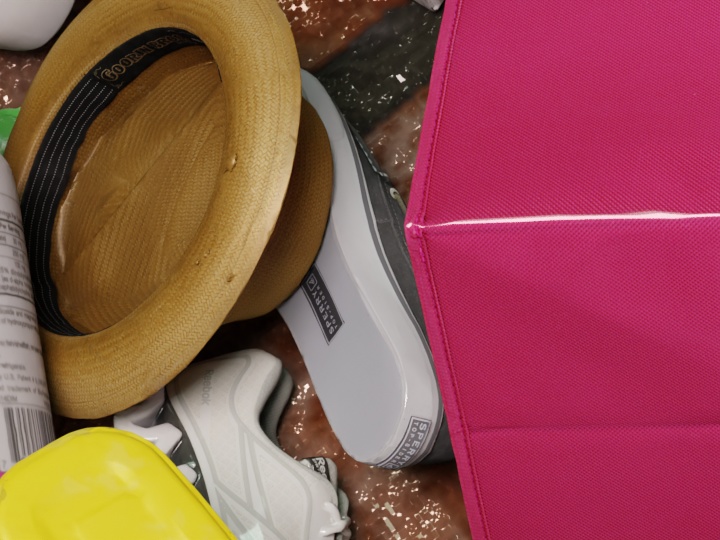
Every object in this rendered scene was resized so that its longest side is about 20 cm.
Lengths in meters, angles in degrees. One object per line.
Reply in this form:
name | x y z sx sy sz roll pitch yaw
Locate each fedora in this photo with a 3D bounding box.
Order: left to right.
fedora | -0.073 -0.028 1.150 0.200 0.082 0.202 -20 62 43

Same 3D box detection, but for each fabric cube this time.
fabric cube | 0.138 -0.009 1.026 0.198 0.201 0.197 -3 42 12

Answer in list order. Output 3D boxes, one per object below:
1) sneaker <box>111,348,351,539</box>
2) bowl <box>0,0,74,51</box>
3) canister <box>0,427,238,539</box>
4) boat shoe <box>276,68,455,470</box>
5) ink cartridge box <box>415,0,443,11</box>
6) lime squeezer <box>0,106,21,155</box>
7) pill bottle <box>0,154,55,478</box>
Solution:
sneaker | -0.036 0.122 1.134 0.081 0.075 0.201 -21 71 -3
bowl | -0.199 -0.209 1.211 0.199 0.074 0.201 24 107 29
canister | -0.092 0.166 1.053 0.086 0.200 0.149 -30 69 -29
boat shoe | 0.000 0.000 1.164 0.069 0.056 0.201 -49 47 36
ink cartridge box | -0.013 -0.228 1.218 0.199 0.085 0.146 33 84 23
lime squeezer | -0.175 -0.053 1.218 0.199 0.071 0.038 -34 43 -14
pill bottle | -0.186 0.012 1.108 0.113 0.113 0.201 -12 77 10
